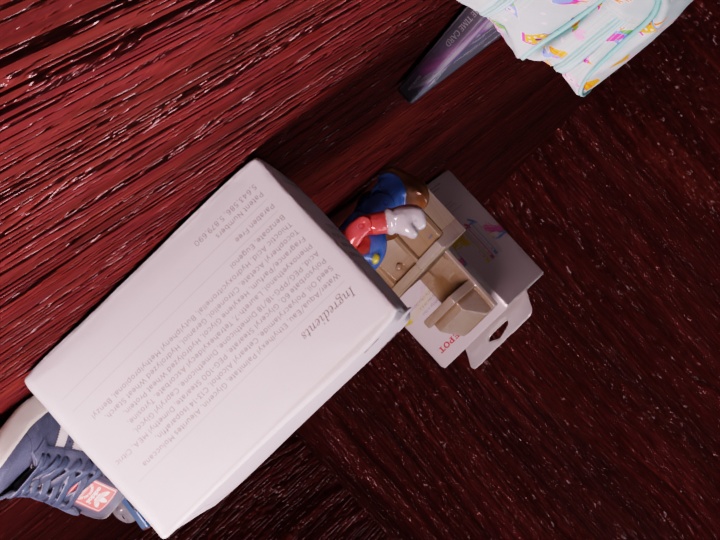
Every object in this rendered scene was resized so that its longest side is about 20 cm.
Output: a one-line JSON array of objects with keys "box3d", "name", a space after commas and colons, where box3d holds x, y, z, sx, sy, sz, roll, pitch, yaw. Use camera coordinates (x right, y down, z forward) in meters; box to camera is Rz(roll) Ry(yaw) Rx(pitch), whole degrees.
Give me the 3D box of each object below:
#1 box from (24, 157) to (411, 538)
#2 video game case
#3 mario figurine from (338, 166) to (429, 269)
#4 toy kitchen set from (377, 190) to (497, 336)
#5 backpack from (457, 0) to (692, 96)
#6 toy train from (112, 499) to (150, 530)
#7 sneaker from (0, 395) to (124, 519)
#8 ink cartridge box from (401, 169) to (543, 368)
[{"box3d": [-0.081, 0.048, 1.208, 0.200, 0.131, 0.199, -44, 176, 2], "name": "box"}, {"box3d": [0.116, -0.208, 1.342, 0.143, 0.019, 0.200, -40, 176, -45], "name": "video game case"}, {"box3d": [0.000, 0.000, 1.709, 0.200, 0.105, 0.124, -50, 148, -43], "name": "mario figurine"}, {"box3d": [0.029, 0.044, 2.121, 0.180, 0.163, 0.200, -41, 175, -37], "name": "toy kitchen set"}, {"box3d": [0.106, -0.167, 0.853, 0.167, 0.127, 0.200, -45, -179, -24], "name": "backpack"}, {"box3d": [-0.213, 0.226, 2.208, 0.114, 0.087, 0.200, -39, -179, 44], "name": "toy train"}, {"box3d": [-0.196, 0.130, 1.250, 0.075, 0.085, 0.200, -44, 176, 13], "name": "sneaker"}, {"box3d": [0.111, 0.007, 2.289, 0.129, 0.200, 0.125, -45, 176, 33], "name": "ink cartridge box"}]
